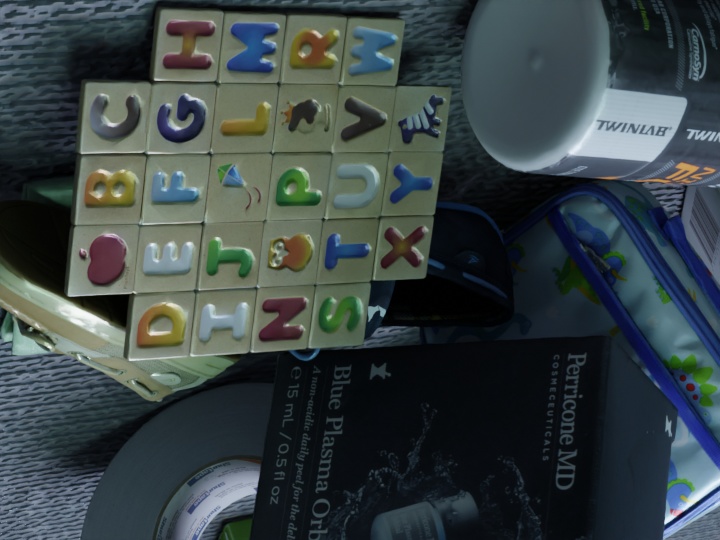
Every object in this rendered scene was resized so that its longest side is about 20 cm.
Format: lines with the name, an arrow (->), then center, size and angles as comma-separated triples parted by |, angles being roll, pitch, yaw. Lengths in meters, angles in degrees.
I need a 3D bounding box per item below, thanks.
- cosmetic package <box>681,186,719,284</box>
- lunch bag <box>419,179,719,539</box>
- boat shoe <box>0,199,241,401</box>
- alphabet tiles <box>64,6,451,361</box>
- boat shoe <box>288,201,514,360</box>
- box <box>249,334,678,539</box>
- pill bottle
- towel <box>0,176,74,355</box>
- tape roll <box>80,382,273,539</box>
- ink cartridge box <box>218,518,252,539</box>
cosmetic package -> 0.302, -0.054, 1.188 | 0.199, 0.071, 0.102 | -20, 152, -7
lunch bag -> 0.143, 0.055, 1.125 | 0.161, 0.200, 0.082 | -36, 173, 26
boat shoe -> -0.135, 0.023, 0.967 | 0.063, 0.073, 0.201 | -36, 155, 15
alphabet tiles -> -0.045, -0.040, 0.924 | 0.199, 0.006, 0.167 | -2, 109, -33
boat shoe -> 0.000, 0.000, 1.016 | 0.199, 0.069, 0.084 | -5, 146, -26
box -> 0.051, 0.147, 1.029 | 0.199, 0.197, 0.117 | -4, 154, 27
pill bottle -> 0.156, -0.096, 0.973 | 0.199, 0.106, 0.106 | 2, 143, -38
towel -> -0.086, -0.014, 1.030 | 0.199, 0.023, 0.153 | -9, 148, -21
tape roll -> -0.066, 0.172, 1.174 | 0.200, 0.201, 0.066 | -25, 153, 4
ink cartridge box -> -0.046, 0.253, 1.462 | 0.147, 0.076, 0.200 | -9, 150, -24
